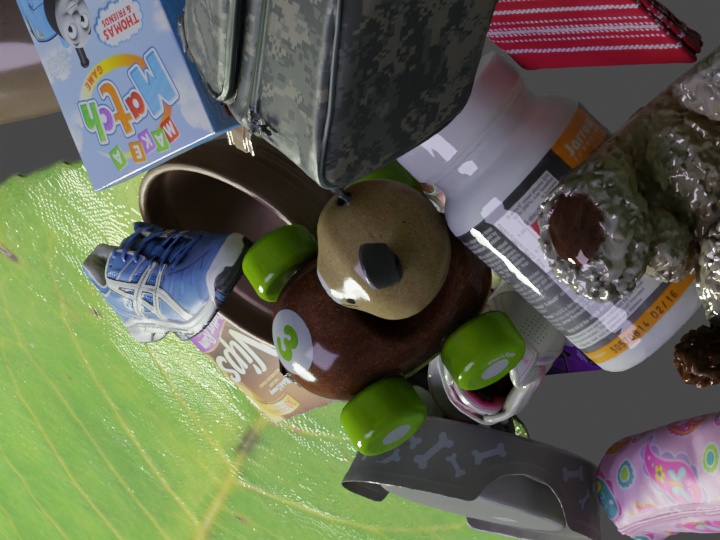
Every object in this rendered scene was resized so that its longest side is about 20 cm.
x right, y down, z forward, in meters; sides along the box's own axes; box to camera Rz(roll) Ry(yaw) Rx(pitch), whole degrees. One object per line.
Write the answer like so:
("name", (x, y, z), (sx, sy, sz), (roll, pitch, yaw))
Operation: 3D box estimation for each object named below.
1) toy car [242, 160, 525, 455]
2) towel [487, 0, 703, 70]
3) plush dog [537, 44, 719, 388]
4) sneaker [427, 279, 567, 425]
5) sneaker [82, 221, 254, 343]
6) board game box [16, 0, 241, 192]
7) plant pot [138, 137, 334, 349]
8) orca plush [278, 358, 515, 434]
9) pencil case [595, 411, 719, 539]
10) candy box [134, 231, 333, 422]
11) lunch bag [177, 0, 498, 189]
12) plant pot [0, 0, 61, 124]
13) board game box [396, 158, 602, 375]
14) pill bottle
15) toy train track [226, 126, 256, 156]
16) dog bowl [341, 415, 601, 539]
("toy car", (0.000, 0.000, 1.536), (0.164, 0.158, 0.200), (56, 180, 23))
("towel", (0.094, -0.175, 1.379), (0.144, 0.023, 0.200), (2, 153, 45))
("plush dog", (0.220, -0.029, 1.393), (0.172, 0.200, 0.160), (49, -175, 0))
("sneaker", (0.087, 0.067, 1.686), (0.081, 0.088, 0.200), (37, 151, 3))
("sneaker", (-0.144, 0.004, 1.740), (0.077, 0.076, 0.200), (42, 151, -16))
("board game box", (-0.162, -0.166, 1.555), (0.151, 0.037, 0.200), (-21, 93, 50))
("plant pot", (-0.059, -0.034, 1.763), (0.201, 0.093, 0.201), (28, 150, 19))
("orca plush", (0.035, 0.084, 1.843), (0.200, 0.071, 0.105), (16, 160, -6))
("pencil case", (0.250, 0.145, 1.671), (0.087, 0.087, 0.200), (46, 152, -14))
("candy box", (-0.099, 0.032, 1.948), (0.200, 0.056, 0.117), (44, 151, -13))
("lunch bag", (-0.024, -0.169, 1.301), (0.168, 0.139, 0.200), (42, 146, 28))
("plant pot", (-0.256, -0.184, 1.704), (0.174, 0.200, 0.200), (2, 138, 23))
("board game box", (0.098, -0.004, 1.693), (0.200, 0.032, 0.120), (49, 146, -19))
("pill bottle", (0.126, -0.039, 1.508), (0.200, 0.116, 0.116), (42, 152, -8))
("toy train track", (-0.118, -0.138, 1.570), (0.200, 0.033, 0.115), (27, 132, 30))
("dog bowl", (0.089, 0.156, 1.774), (0.200, 0.059, 0.200), (14, 170, 2))
